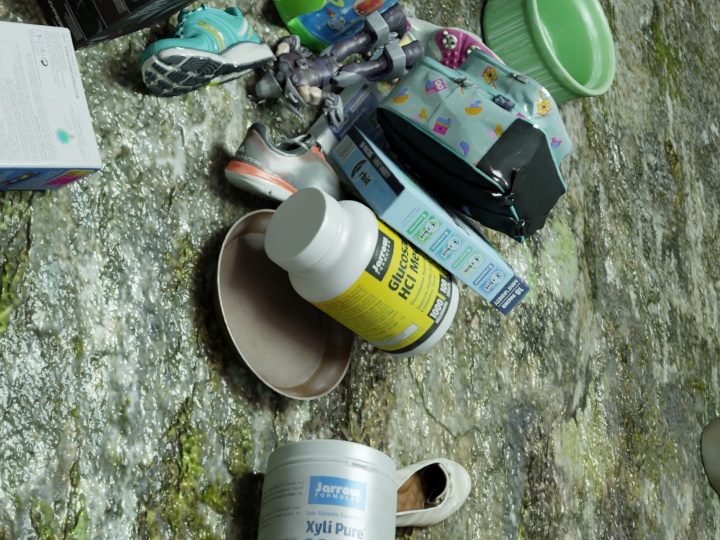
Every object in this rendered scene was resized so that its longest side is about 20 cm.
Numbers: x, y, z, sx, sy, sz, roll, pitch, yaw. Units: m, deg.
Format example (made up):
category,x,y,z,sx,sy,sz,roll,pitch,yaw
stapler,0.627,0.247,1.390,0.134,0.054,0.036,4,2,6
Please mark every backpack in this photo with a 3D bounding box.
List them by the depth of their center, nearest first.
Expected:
category,x,y,z,sx,sy,sz,roll,pitch,yaw
backpack,0.122,-0.147,1.608,0.153,0.200,0.176,-57,151,-8

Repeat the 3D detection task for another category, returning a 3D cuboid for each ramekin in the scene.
category,x,y,z,sx,sy,sz,roll,pitch,yaw
ramekin,0.257,-0.320,2.060,0.200,0.098,0.200,25,55,-43

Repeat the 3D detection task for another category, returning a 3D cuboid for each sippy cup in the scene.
category,x,y,z,sx,sy,sz,roll,pitch,yaw
sippy cup,-0.013,-0.335,1.700,0.140,0.130,0.178,37,47,-36

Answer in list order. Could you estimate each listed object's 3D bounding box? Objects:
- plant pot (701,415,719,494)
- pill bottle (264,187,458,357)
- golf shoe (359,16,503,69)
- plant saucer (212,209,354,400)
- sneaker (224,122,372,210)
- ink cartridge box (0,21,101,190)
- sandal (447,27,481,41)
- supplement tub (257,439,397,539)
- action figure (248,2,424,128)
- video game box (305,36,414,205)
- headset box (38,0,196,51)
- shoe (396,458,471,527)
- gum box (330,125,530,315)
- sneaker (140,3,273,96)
category,x,y,z,sx,sy,sz,roll,pitch,yaw
plant pot,0.596,0.255,2.154,0.200,0.173,0.200,25,56,-43
pill bottle,0.000,0.000,1.521,0.200,0.112,0.113,35,49,-38
golf shoe,0.099,-0.261,1.782,0.200,0.075,0.091,28,21,19
plant saucer,-0.084,0.038,1.519,0.200,0.034,0.201,27,53,-43
sneaker,-0.049,-0.099,1.570,0.200,0.077,0.082,23,85,-44
ink cartridge box,-0.328,-0.140,1.259,0.200,0.076,0.137,-4,76,-54
sandal,0.095,-0.237,1.852,0.203,0.082,0.050,-44,153,-43
supplement tub,-0.034,0.273,1.392,0.132,0.132,0.200,30,52,-40
action figure,-0.030,-0.219,1.630,0.200,0.069,0.130,-21,68,-17
video game box,0.041,-0.137,1.711,0.182,0.047,0.200,54,54,-24
headset box,-0.185,-0.289,1.405,0.149,0.200,0.077,-34,100,-53
shoe,0.066,0.240,1.595,0.200,0.053,0.070,-5,78,-52
gum box,0.074,-0.054,1.595,0.200,0.045,0.170,36,10,-32
sneaker,-0.167,-0.227,1.514,0.080,0.077,0.200,63,27,-1
